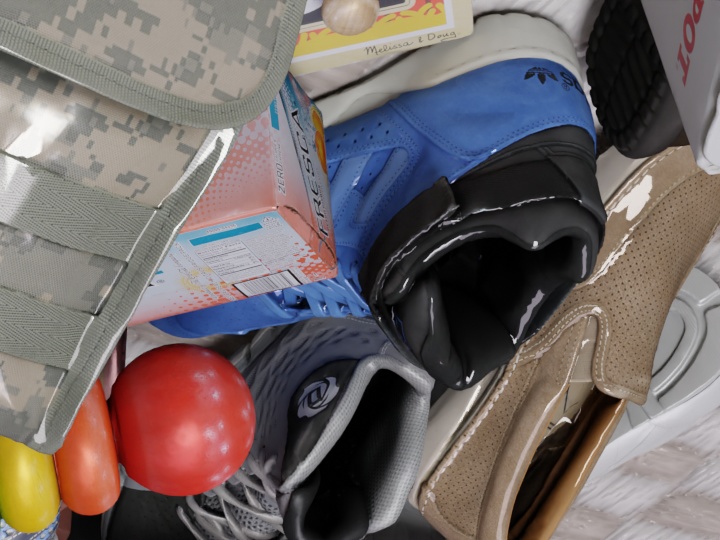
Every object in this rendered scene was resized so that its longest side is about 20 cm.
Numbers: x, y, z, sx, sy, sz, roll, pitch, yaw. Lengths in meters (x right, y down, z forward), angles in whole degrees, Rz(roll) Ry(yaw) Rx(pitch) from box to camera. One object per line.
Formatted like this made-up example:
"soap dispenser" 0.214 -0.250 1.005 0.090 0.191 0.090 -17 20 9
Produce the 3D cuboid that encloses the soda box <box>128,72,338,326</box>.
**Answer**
"soda box" -0.111 -0.017 0.795 0.199 0.069 0.064 -13 155 14

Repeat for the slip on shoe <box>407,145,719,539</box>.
"slip on shoe" 0.091 0.027 0.883 0.200 0.061 0.076 -52 141 12

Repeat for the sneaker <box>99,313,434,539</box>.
"sneaker" -0.039 0.086 0.903 0.075 0.116 0.200 30 115 -21

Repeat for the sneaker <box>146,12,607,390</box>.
"sneaker" -0.001 -0.001 0.830 0.200 0.111 0.077 -27 139 22

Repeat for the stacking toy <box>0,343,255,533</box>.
"stacking toy" -0.134 0.068 0.805 0.199 0.086 0.085 -10 144 -8

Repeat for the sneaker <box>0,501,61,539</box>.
"sneaker" -0.200 0.059 0.878 0.200 0.077 0.085 20 113 2

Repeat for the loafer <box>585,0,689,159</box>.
"loafer" 0.139 -0.115 0.758 0.071 0.073 0.200 -5 150 -24

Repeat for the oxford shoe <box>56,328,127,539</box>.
"oxford shoe" -0.139 0.057 0.913 0.074 0.071 0.200 11 137 -16

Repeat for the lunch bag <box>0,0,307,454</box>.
"lunch bag" -0.117 -0.071 0.652 0.164 0.118 0.200 23 109 -28

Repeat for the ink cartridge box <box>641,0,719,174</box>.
"ink cartridge box" 0.110 -0.146 0.586 0.087 0.200 0.145 -5 143 -8

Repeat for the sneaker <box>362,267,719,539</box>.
"sneaker" 0.076 0.069 0.973 0.200 0.077 0.080 -25 162 14

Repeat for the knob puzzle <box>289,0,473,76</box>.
"knob puzzle" -0.059 -0.116 0.730 0.219 0.031 0.220 -7 144 -5

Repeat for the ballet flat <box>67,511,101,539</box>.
"ballet flat" -0.072 0.125 1.019 0.199 0.069 0.068 -14 146 5
